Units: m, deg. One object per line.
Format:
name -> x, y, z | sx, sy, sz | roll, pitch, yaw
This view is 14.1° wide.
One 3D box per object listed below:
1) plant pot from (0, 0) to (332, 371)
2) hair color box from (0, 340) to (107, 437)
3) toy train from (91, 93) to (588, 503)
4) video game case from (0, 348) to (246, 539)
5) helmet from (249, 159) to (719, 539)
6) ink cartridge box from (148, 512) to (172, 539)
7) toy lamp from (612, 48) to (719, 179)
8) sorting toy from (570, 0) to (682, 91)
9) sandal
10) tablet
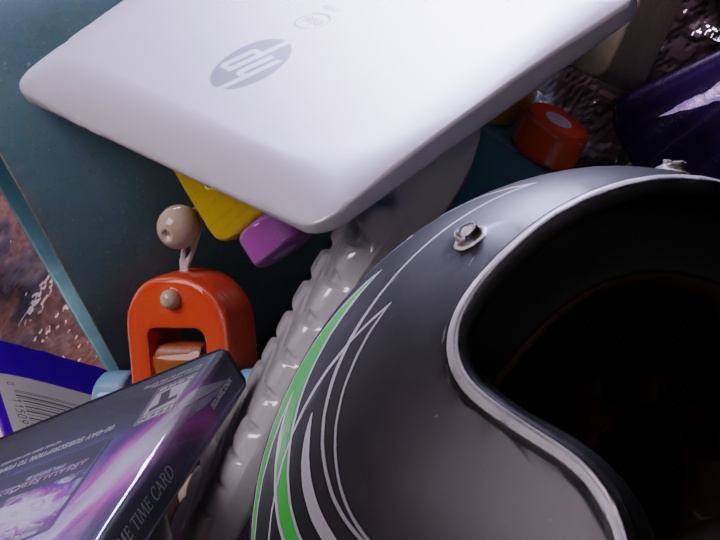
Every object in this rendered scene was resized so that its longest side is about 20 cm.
plant pot -> -0.071, -0.058, 1.092 | 0.134, 0.201, 0.200 | -29, 36, -7
hair color box -> -0.145, 0.139, 1.067 | 0.200, 0.065, 0.109 | -59, 32, 24
toy train -> 0.000, 0.000, 0.967 | 0.199, 0.056, 0.151 | -6, 96, 30
video game case -> -0.125, 0.100, 0.865 | 0.143, 0.019, 0.200 | -22, 18, 28
helmet -> 0.062, 0.075, 0.810 | 0.200, 0.200, 0.191 | -42, 47, 19
ink cartridge box -> -0.127, 0.151, 0.874 | 0.200, 0.067, 0.117 | -31, 16, 1
toy lamp -> 0.064, -0.001, 0.978 | 0.200, 0.058, 0.058 | -42, 38, 21
sorting toy -> 0.059, -0.192, 1.008 | 0.199, 0.069, 0.201 | 37, 106, 53
sandal -> -0.009, 0.041, 0.910 | 0.203, 0.050, 0.083 | -60, 6, 25
tablet -> -0.016, -0.072, 0.927 | 0.130, 0.014, 0.200 | -36, 31, -19
